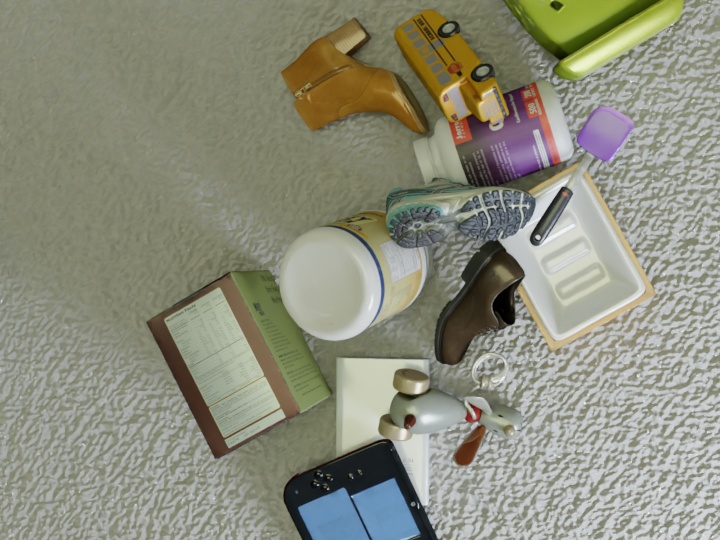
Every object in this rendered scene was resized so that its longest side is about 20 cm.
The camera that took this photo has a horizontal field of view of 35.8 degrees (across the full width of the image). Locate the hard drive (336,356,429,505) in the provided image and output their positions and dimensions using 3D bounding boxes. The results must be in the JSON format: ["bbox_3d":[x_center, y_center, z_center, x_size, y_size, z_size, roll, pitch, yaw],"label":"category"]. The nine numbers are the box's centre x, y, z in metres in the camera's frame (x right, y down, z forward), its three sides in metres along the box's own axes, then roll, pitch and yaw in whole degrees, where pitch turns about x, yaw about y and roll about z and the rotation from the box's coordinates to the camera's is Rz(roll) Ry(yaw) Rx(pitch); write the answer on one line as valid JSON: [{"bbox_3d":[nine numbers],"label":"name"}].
[{"bbox_3d":[0.031,0.223,1.560,0.130,0.026,0.203,0,91,10],"label":"hard drive"}]

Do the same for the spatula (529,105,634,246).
[{"bbox_3d":[0.275,-0.118,1.432,0.056,0.021,0.201,33,96,8],"label":"spatula"}]

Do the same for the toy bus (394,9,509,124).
[{"bbox_3d":[0.119,-0.263,1.462,0.078,0.065,0.201,-30,48,2],"label":"toy bus"}]

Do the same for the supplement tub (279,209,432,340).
[{"bbox_3d":[0.000,0.000,1.460,0.143,0.200,0.146,7,105,27],"label":"supplement tub"}]

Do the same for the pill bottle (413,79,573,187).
[{"bbox_3d":[0.175,-0.170,1.484,0.198,0.112,0.114,-19,88,10],"label":"pill bottle"}]

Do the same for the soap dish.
[{"bbox_3d":[0.274,-0.019,1.484,0.156,0.081,0.201,-30,86,10],"label":"soap dish"}]

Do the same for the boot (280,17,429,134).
[{"bbox_3d":[-0.010,-0.233,1.546,0.144,0.071,0.202,-38,81,15],"label":"boot"}]

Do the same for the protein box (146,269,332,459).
[{"bbox_3d":[-0.158,0.120,1.505,0.134,0.198,0.201,-28,86,9],"label":"protein box"}]

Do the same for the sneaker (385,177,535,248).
[{"bbox_3d":[0.126,-0.090,1.431,0.198,0.087,0.078,-4,130,-9],"label":"sneaker"}]

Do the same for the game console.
[{"bbox_3d":[0.003,0.350,1.545,0.175,0.031,0.202,-23,97,15],"label":"game console"}]

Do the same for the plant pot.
[{"bbox_3d":[0.294,-0.355,1.423,0.199,0.199,0.183,-30,92,9],"label":"plant pot"}]

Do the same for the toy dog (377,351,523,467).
[{"bbox_3d":[0.120,0.195,1.484,0.198,0.096,0.133,-9,109,0],"label":"toy dog"}]

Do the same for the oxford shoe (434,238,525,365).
[{"bbox_3d":[0.157,0.062,1.476,0.084,0.072,0.201,43,131,24],"label":"oxford shoe"}]
